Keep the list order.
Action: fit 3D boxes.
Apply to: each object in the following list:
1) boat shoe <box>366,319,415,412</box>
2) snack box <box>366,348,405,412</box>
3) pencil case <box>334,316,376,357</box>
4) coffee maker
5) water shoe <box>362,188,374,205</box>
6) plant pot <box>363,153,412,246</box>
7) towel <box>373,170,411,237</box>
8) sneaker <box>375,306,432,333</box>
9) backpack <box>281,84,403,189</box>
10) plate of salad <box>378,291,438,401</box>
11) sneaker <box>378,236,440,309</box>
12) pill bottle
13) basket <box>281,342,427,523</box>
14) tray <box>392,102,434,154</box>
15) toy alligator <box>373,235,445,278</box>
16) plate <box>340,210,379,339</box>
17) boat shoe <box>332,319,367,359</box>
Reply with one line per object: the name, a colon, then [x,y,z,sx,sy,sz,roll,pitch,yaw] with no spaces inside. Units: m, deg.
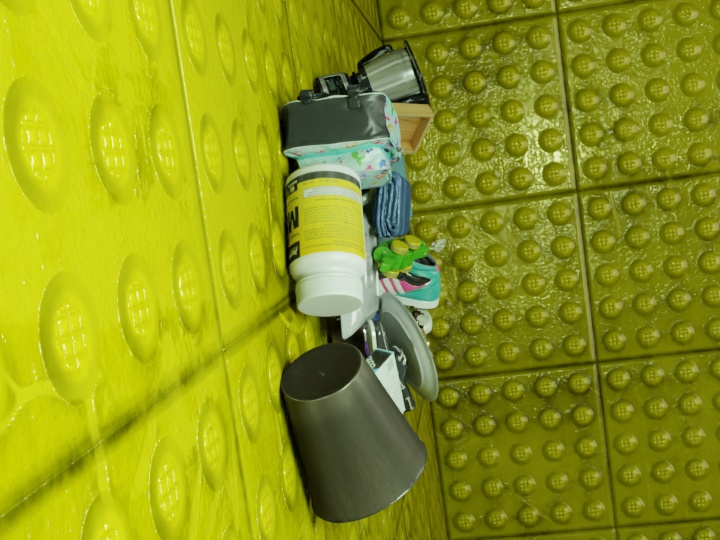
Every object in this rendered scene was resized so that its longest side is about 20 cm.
boat shoe: [0.051,0.161,1.516,0.074,0.060,0.200,-104,-179,-60]
snack box: [-0.002,0.223,1.396,0.200,0.037,0.116,-43,131,-45]
pencil case: [0.006,0.178,1.626,0.085,0.084,0.201,-30,-117,58]
coffee maker: [0.029,-0.323,1.781,0.135,0.199,0.192,-106,174,-54]
water shoe: [-0.039,-0.173,1.615,0.079,0.071,0.200,64,-6,-35]
plant pot: [0.006,-0.123,1.755,0.200,0.141,0.142,-65,148,-60]
towel: [0.054,-0.112,1.586,0.200,0.048,0.112,-12,105,-81]
sneaker: [0.051,0.111,1.712,0.077,0.200,0.112,-37,132,-43]
backpack: [-0.022,-0.201,1.438,0.200,0.177,0.151,-16,100,-80]
plate of salad: [0.087,0.126,1.545,0.200,0.048,0.200,57,-20,33]
sneaker: [0.054,-0.004,1.651,0.084,0.199,0.121,-91,-169,-64]
pill bottle: [-0.049,-0.043,1.327,0.114,0.114,0.201,65,19,-67]
basket: [-0.018,0.207,1.222,0.136,0.180,0.200,34,-29,54]
tray: [0.030,-0.270,1.726,0.099,0.199,0.037,-64,-142,43]
toy alligator: [0.076,-0.036,1.569,0.200,0.054,0.059,-23,139,-52]
plate: [0.000,0.000,1.501,0.200,0.032,0.201,-20,107,-76]
boat shoe: [-0.019,0.172,1.522,0.200,0.072,0.065,-96,-170,-46]
